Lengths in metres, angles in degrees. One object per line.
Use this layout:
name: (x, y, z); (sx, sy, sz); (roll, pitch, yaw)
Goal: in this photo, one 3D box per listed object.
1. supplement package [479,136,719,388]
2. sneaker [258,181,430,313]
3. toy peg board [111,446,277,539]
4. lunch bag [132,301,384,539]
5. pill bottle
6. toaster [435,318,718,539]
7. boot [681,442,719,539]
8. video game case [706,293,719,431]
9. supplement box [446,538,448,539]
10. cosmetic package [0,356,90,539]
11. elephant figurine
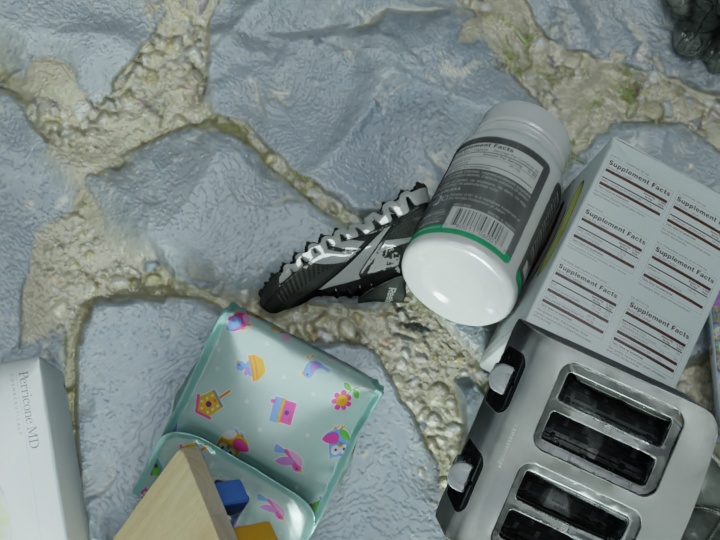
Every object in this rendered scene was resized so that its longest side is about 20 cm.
supplement package: (0.228, 0.021, 1.212); (0.146, 0.191, 0.202); (28, 77, 1)
sneaker: (0.000, 0.000, 1.256); (0.198, 0.067, 0.091); (-30, 81, -13)
toy peg board: (-0.120, 0.285, 1.128); (0.097, 0.201, 0.201); (-1, 52, -41)
lunch bag: (-0.094, 0.155, 1.191); (0.169, 0.122, 0.202); (28, 88, -3)
pill bottle: (0.124, -0.058, 1.233); (0.112, 0.113, 0.201); (29, 55, 0)
toaster: (0.174, 0.160, 1.039); (0.198, 0.119, 0.183); (24, 92, 3)
boot: (0.267, 0.244, 1.176); (0.181, 0.073, 0.200); (42, 73, 7)
video game case: (0.408, 0.063, 1.287); (0.141, 0.018, 0.203); (4, 64, -5)
supplement box: (0.109, 0.293, 1.209); (0.068, 0.067, 0.203); (6, 77, -5)
cosmetic package: (-0.348, 0.198, 1.147); (0.197, 0.123, 0.203); (-11, 80, -6)
elephant figurine: (0.388, -0.282, 1.285); (0.139, 0.200, 0.158); (-8, 79, -7)
